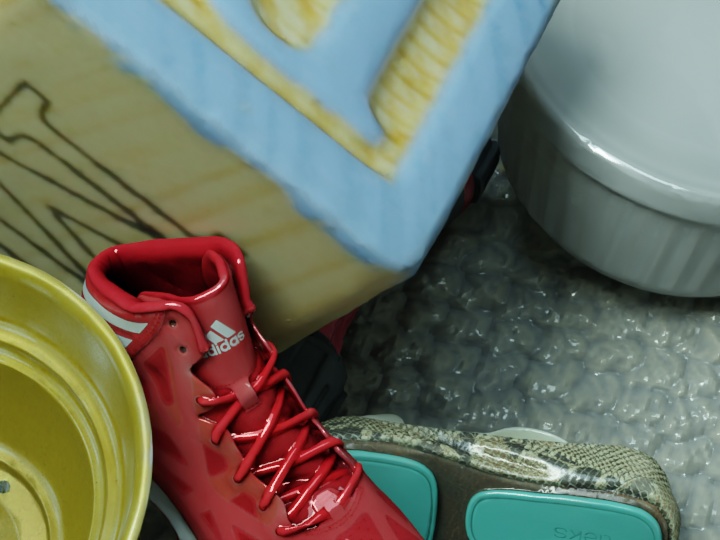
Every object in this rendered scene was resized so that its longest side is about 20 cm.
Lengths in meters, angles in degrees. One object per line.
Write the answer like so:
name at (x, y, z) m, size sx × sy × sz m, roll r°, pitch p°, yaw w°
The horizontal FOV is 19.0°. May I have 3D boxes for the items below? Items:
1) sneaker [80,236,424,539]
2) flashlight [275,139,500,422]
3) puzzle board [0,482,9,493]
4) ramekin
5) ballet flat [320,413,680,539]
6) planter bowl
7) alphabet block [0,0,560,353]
sneaker at (-0.044, 0.065, 0.834) m, size 0.200 × 0.116 × 0.078 m, roll 34°, pitch 56°, yaw 19°
flashlight at (0.000, 0.000, 1.014) m, size 0.068 × 0.068 × 0.200 m, roll 23°, pitch 54°, yaw 9°
puzzle board at (-0.176, 0.139, 0.936) m, size 0.150 × 0.017 × 0.201 m, roll -1°, pitch 51°, yaw 1°
ramekin at (0.158, -0.077, 1.037) m, size 0.201 × 0.094 × 0.203 m, roll 6°, pitch 50°, yaw -7°
ballet flat at (0.040, 0.094, 0.946) m, size 0.199 × 0.068 × 0.075 m, roll 5°, pitch 29°, yaw -1°
planter bowl at (-0.172, 0.097, 0.836) m, size 0.199 × 0.084 × 0.201 m, roll -3°, pitch 59°, yaw 5°
alphabet block at (-0.065, -0.089, 0.915) m, size 0.196 × 0.200 × 0.196 m, roll 40°, pitch 54°, yaw -14°
